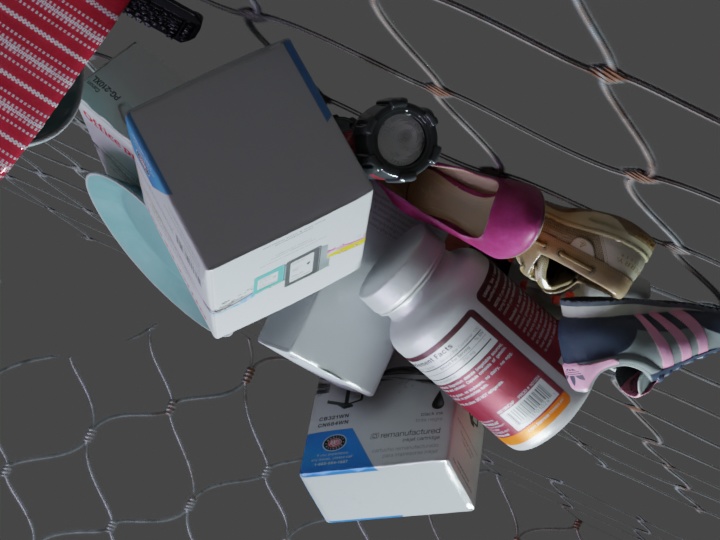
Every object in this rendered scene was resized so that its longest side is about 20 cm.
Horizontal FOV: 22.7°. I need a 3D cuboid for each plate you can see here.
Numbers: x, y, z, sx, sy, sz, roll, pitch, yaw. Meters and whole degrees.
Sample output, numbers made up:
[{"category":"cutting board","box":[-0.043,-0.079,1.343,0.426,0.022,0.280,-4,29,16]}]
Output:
[{"category":"plate","box":[-0.179,-0.021,1.659,0.200,0.026,0.200,41,161,17]}]

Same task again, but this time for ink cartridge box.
[{"category":"ink cartridge box","box":[-0.173,-0.095,1.670,0.145,0.084,0.200,40,161,28]},{"category":"ink cartridge box","box":[0.037,0.124,1.655,0.146,0.200,0.084,-9,136,20]},{"category":"ink cartridge box","box":[-0.089,-0.061,1.450,0.147,0.146,0.200,61,169,13]}]

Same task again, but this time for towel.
[{"category":"towel","box":[-0.291,-0.183,1.415,0.145,0.200,0.022,33,-168,-22]}]

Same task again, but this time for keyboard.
[{"category":"keyboard","box":[-0.228,-0.231,1.464,0.200,0.040,0.104,29,170,-9]}]

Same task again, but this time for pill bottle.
[{"category":"pill bottle","box":[0.100,0.054,1.553,0.200,0.113,0.113,41,168,-13]}]

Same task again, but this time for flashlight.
[{"category":"flashlight","box":[0.003,-0.105,1.462,0.068,0.068,0.200,19,178,-19]}]

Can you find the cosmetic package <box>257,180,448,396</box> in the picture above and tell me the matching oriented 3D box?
[{"category":"cosmetic package","box":[0.000,0.000,1.605,0.102,0.200,0.074,31,171,-28]}]

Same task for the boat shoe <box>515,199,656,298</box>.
[{"category":"boat shoe","box":[0.157,-0.018,1.494,0.071,0.065,0.200,32,169,-31]}]

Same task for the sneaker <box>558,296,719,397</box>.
[{"category":"sneaker","box":[0.247,0.065,1.500,0.200,0.082,0.070,4,179,-29]}]

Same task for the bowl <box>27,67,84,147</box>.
[{"category":"bowl","box":[-0.349,-0.173,1.538,0.201,0.201,0.105,31,137,-27]}]

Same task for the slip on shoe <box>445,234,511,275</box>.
[{"category":"slip on shoe","box":[0.077,-0.020,1.702,0.200,0.074,0.061,24,167,-24]}]

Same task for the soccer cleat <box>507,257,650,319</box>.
[{"category":"soccer cleat","box":[0.188,0.016,1.610,0.077,0.069,0.200,9,180,-18]}]

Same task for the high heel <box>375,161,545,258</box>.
[{"category":"high heel","box":[0.079,-0.061,1.479,0.096,0.067,0.200,20,-173,-22]}]
